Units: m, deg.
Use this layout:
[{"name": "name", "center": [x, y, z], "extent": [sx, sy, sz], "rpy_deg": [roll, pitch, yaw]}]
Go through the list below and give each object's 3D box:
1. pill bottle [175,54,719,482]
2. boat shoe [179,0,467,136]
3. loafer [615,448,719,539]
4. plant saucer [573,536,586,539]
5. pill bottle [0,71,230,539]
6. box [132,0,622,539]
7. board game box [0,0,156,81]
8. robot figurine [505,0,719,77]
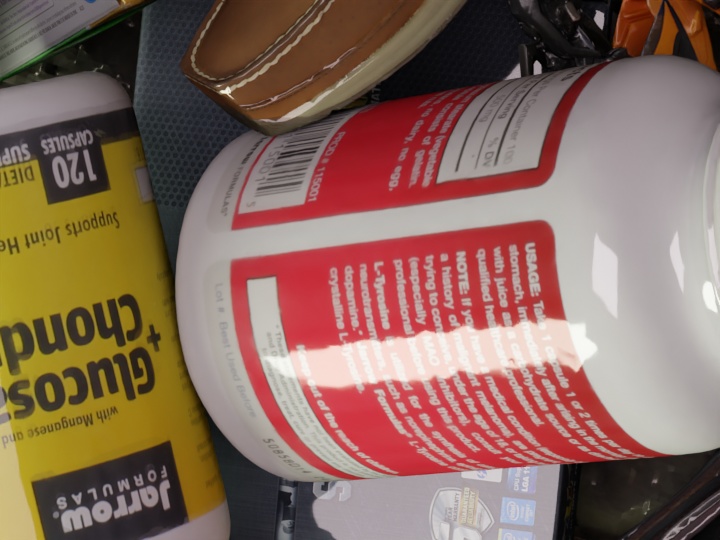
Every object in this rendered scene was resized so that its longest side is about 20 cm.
[{"name": "pill bottle", "center": [0.054, 0.000, 0.772], "extent": [0.200, 0.112, 0.112], "rpy_deg": [-7, 96, 37]}, {"name": "boat shoe", "center": [0.012, -0.134, 0.803], "extent": [0.200, 0.076, 0.074], "rpy_deg": [-51, 128, -9]}, {"name": "loafer", "center": [0.109, 0.109, 0.869], "extent": [0.072, 0.063, 0.200], "rpy_deg": [39, 88, 3]}, {"name": "plant saucer", "center": [0.051, 0.190, 0.932], "extent": [0.200, 0.032, 0.200], "rpy_deg": [1, 96, 13]}, {"name": "pill bottle", "center": [-0.102, 0.048, 0.808], "extent": [0.112, 0.112, 0.200], "rpy_deg": [-12, 94, 14]}, {"name": "box", "center": [0.000, 0.000, 0.900], "extent": [0.157, 0.051, 0.200], "rpy_deg": [7, 92, 12]}, {"name": "board game box", "center": [-0.126, -0.167, 0.859], "extent": [0.040, 0.153, 0.200], "rpy_deg": [-29, 97, -22]}, {"name": "robot figurine", "center": [0.125, -0.061, 0.847], "extent": [0.145, 0.058, 0.200], "rpy_deg": [-18, 100, -19]}]
